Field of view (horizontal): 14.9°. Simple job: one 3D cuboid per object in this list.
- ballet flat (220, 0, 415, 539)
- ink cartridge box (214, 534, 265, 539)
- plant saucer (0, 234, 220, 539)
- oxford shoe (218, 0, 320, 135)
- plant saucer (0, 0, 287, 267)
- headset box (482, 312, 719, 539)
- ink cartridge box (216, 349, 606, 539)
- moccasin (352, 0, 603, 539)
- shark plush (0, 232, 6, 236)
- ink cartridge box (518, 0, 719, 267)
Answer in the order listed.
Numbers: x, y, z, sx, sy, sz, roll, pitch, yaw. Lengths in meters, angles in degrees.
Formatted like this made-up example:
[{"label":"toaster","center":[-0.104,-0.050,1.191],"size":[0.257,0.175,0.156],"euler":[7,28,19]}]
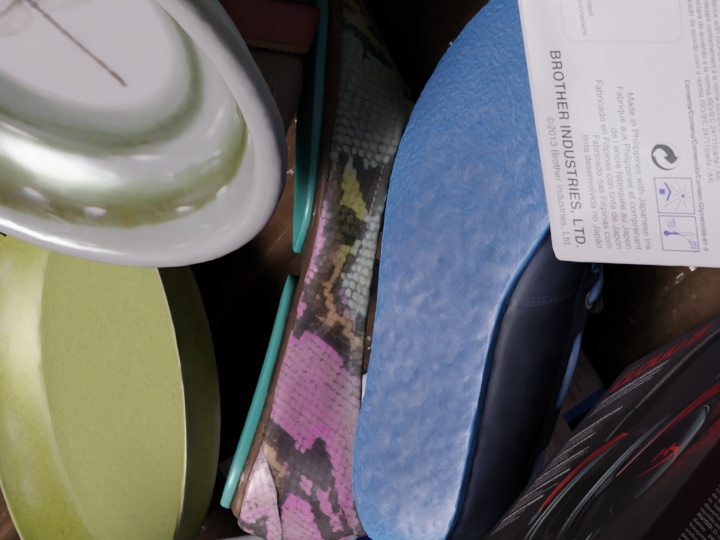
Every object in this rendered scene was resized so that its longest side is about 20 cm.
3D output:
[{"label":"ballet flat","center":[0.000,0.000,0.984],"size":[0.069,0.071,0.201],"euler":[123,157,-80]},{"label":"ink cartridge box","center":[-0.109,0.167,1.113],"size":[0.200,0.173,0.044],"euler":[80,-178,-66]},{"label":"plant saucer","center":[-0.107,0.045,1.146],"size":[0.200,0.031,0.201],"euler":[21,115,56]},{"label":"oxford shoe","center":[-0.088,-0.074,1.022],"size":[0.200,0.070,0.075],"euler":[16,98,59]},{"label":"plant saucer","center":[-0.109,-0.081,0.914],"size":[0.199,0.050,0.200],"euler":[20,149,12]},{"label":"headset box","center":[0.107,0.077,0.843],"size":[0.075,0.200,0.149],"euler":[48,143,-5]},{"label":"ink cartridge box","center":[0.026,0.081,1.061],"size":[0.200,0.039,0.100],"euler":[-31,91,51]},{"label":"moccasin","center":[0.046,-0.001,0.941],"size":[0.080,0.068,0.201],"euler":[27,105,35]},{"label":"shark plush","center":[-0.184,-0.034,1.163],"size":[0.083,0.091,0.201],"euler":[13,111,18]},{"label":"ink cartridge box","center":[0.149,-0.071,0.766],"size":[0.199,0.076,0.137],"euler":[4,119,27]}]
